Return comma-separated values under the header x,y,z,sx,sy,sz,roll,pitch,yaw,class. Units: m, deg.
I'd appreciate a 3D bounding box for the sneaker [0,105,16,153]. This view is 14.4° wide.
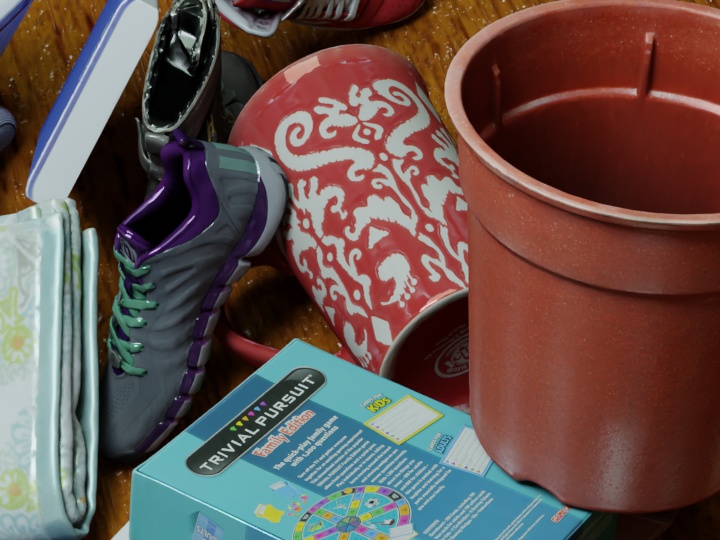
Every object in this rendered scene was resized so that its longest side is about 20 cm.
x,y,z,sx,sy,sz,roll,pitch,yaw,class
-0.260,-0.028,1.779,0.082,0.078,0.200,23,49,2,sneaker

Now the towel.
x,y,z,sx,sy,sz,roll,pitch,yaw,class
-0.230,0.066,1.628,0.170,0.048,0.201,-10,69,26,towel

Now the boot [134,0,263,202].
x,y,z,sx,sy,sz,roll,pitch,yaw,class
-0.094,-0.103,1.705,0.069,0.175,0.201,7,51,4,boot

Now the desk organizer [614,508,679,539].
x,y,z,sx,sy,sz,roll,pitch,yaw,class
0.169,0.073,1.529,0.077,0.072,0.200,13,52,25,desk organizer

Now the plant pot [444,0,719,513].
x,y,z,sx,sy,sz,roll,pitch,yaw,class
0.133,0.000,1.401,0.199,0.196,0.201,3,35,-2,plant pot

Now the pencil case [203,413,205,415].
x,y,z,sx,sy,sz,roll,pitch,yaw,class
-0.011,0.142,1.510,0.091,0.083,0.200,-48,50,-3,pencil case

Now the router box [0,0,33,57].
x,y,z,sx,sy,sz,roll,pitch,yaw,class
-0.296,-0.106,1.787,0.049,0.179,0.200,43,62,-2,router box

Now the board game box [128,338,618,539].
x,y,z,sx,sy,sz,roll,pitch,yaw,class
0.008,0.121,1.424,0.199,0.047,0.151,23,36,24,board game box

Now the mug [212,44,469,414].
x,y,z,sx,sy,sz,roll,pitch,yaw,class
0.010,-0.001,1.639,0.133,0.178,0.200,9,35,-38,mug

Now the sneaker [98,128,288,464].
x,y,z,sx,sy,sz,roll,pitch,yaw,class
-0.122,0.012,1.610,0.074,0.087,0.201,35,102,45,sneaker

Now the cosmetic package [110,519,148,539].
x,y,z,sx,sy,sz,roll,pitch,yaw,class
-0.122,0.241,1.419,0.151,0.051,0.201,-48,35,30,cosmetic package

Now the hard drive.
x,y,z,sx,sy,sz,roll,pitch,yaw,class
-0.162,-0.115,1.732,0.132,0.025,0.200,-62,9,8,hard drive

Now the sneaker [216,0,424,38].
x,y,z,sx,sy,sz,roll,pitch,yaw,class
-0.033,-0.181,1.778,0.199,0.072,0.112,6,13,-24,sneaker
